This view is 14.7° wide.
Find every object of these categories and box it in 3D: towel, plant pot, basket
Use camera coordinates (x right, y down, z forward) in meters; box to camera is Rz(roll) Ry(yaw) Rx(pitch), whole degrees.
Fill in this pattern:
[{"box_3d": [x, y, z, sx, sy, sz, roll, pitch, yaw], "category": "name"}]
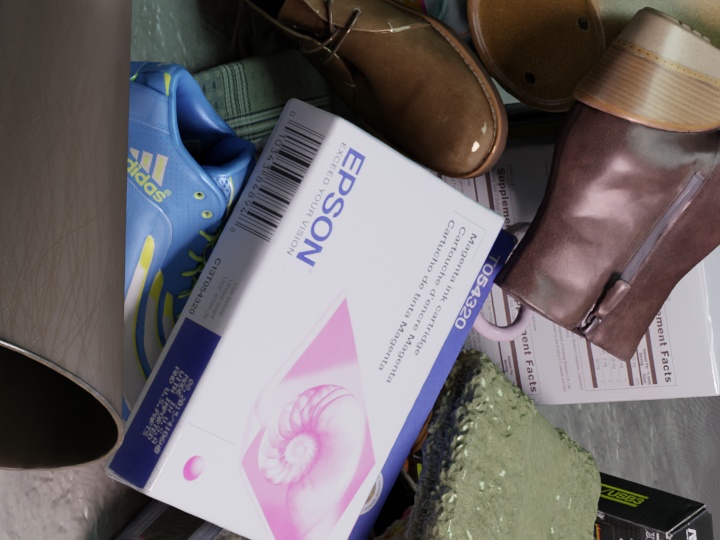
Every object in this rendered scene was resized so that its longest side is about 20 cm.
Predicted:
[{"box_3d": [0.069, 0.155, 1.455, 0.148, 0.036, 0.201, 44, 49, -42], "category": "towel"}, {"box_3d": [0.154, -0.166, 1.516, 0.200, 0.186, 0.187, -30, 116, -41], "category": "plant pot"}, {"box_3d": [-0.063, -0.016, 1.485, 0.200, 0.034, 0.194, -20, 103, -61], "category": "towel"}, {"box_3d": [-0.161, -0.040, 1.166, 0.180, 0.135, 0.201, 39, 50, -51], "category": "basket"}]

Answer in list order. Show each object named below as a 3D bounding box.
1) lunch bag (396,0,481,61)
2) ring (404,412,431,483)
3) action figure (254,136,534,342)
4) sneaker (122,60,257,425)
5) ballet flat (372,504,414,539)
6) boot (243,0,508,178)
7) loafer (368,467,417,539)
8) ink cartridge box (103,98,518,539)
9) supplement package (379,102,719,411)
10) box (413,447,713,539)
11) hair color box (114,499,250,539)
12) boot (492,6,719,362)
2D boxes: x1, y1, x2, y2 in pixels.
[{"box_3d": [0.036, -0.216, 1.588, 0.170, 0.121, 0.201, 15, 73, -62], "category": "lunch bag"}, {"box_3d": [0.024, 0.034, 1.663, 0.200, 0.019, 0.201, -3, 90, -65], "category": "ring"}, {"box_3d": [0.000, 0.000, 1.423, 0.200, 0.148, 0.135, 53, 46, -66], "category": "action figure"}, {"box_3d": [-0.096, -0.012, 1.321, 0.076, 0.105, 0.201, -51, 132, -53], "category": "sneaker"}, {"box_3d": [0.004, 0.186, 1.518, 0.200, 0.064, 0.076, -35, 109, -18], "category": "ballet flat"}, {"box_3d": [-0.008, -0.118, 1.461, 0.074, 0.200, 0.075, -54, 157, 23], "category": "boot"}, {"box_3d": [0.012, 0.143, 1.579, 0.200, 0.063, 0.072, 53, 44, -49], "category": "loafer"}, {"box_3d": [-0.008, 0.042, 1.354, 0.200, 0.043, 0.197, 28, 88, -47], "category": "ink cartridge box"}, {"box_3d": [0.116, -0.014, 1.596, 0.152, 0.199, 0.151, -37, 120, -65], "category": "supplement package"}, {"box_3d": [0.124, 0.208, 1.638, 0.047, 0.193, 0.201, -27, 119, -38], "category": "box"}, {"box_3d": [-0.074, 0.219, 1.400, 0.099, 0.060, 0.201, -44, 126, -58], "category": "hair color box"}, {"box_3d": [0.171, -0.029, 1.457, 0.200, 0.072, 0.167, 24, 93, -34], "category": "boot"}]
